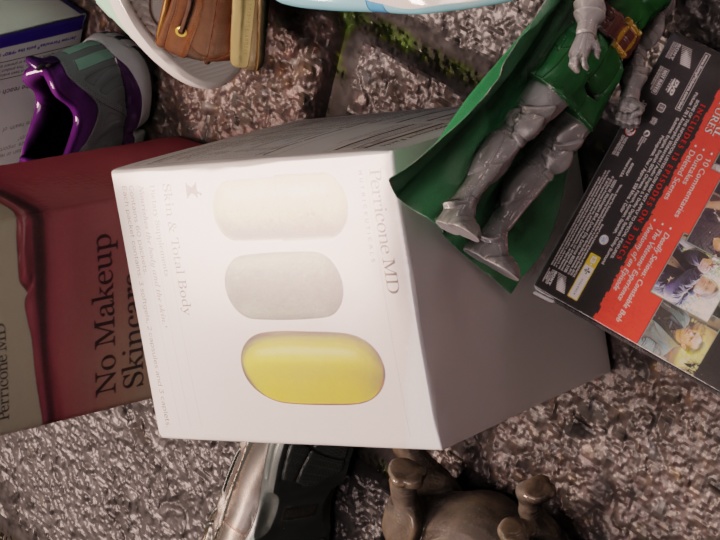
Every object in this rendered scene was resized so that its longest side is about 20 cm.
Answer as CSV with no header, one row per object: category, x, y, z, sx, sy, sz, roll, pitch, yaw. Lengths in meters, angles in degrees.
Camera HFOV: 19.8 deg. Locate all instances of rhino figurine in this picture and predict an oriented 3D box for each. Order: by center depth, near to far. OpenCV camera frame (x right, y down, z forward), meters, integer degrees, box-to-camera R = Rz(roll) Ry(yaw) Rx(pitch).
rhino figurine,0.088,0.157,1.119,0.200,0.060,0.088,28,140,32

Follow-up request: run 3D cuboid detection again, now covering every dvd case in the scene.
dvd case,0.192,-0.010,0.952,0.200,0.022,0.146,30,94,36

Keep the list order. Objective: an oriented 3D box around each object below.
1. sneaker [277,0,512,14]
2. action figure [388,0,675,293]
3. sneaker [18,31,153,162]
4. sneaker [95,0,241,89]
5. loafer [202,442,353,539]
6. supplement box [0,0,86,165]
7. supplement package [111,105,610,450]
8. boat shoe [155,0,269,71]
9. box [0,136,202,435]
sneaker,0.025,-0.200,1.050,0.200,0.079,0.131,7,110,39
action figure,0.103,-0.094,0.973,0.055,0.118,0.200,27,81,38
sneaker,-0.181,-0.046,1.275,0.074,0.087,0.200,17,114,37
sneaker,-0.145,-0.187,1.224,0.200,0.074,0.118,52,162,-6
loafer,-0.057,0.144,1.252,0.063,0.072,0.200,49,126,45
supplement box,-0.262,-0.090,1.324,0.101,0.103,0.200,34,126,28
supplement package,0.000,0.000,1.085,0.200,0.151,0.152,-2,102,42
boat shoe,-0.083,-0.199,1.110,0.067,0.072,0.200,2,124,-1
box,-0.159,0.005,1.186,0.109,0.200,0.128,21,117,49
